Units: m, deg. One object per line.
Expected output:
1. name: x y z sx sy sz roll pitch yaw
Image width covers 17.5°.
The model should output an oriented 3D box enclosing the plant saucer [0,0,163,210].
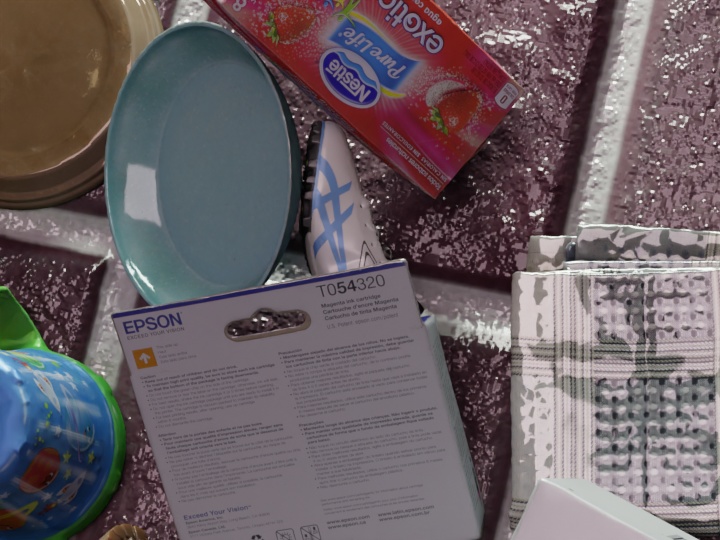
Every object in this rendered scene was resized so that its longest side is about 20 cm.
1. plant saucer: -0.234 -0.143 1.653 0.199 0.029 0.201 -3 78 14

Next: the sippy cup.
1. sippy cup: -0.239 0.109 1.542 0.140 0.130 0.178 -45 70 1

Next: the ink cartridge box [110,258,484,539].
1. ink cartridge box: -0.037 0.092 1.487 0.195 0.043 0.201 -10 110 12

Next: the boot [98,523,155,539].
1. boot: -0.131 0.275 1.517 0.107 0.075 0.200 -42 75 22

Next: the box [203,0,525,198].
1. box: -0.004 -0.150 1.501 0.200 0.100 0.096 41 90 -25

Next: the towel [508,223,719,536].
1. towel: 0.190 0.068 1.491 0.192 0.035 0.201 0 77 15

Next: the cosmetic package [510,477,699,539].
1. cosmetic package: 0.162 0.257 1.398 0.199 0.123 0.201 28 93 18

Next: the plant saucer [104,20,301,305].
1. plant saucer: -0.098 -0.064 1.555 0.200 0.036 0.201 2 92 47

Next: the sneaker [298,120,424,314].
1. sneaker: 0.000 0.000 1.529 0.072 0.072 0.201 -10 90 -3
